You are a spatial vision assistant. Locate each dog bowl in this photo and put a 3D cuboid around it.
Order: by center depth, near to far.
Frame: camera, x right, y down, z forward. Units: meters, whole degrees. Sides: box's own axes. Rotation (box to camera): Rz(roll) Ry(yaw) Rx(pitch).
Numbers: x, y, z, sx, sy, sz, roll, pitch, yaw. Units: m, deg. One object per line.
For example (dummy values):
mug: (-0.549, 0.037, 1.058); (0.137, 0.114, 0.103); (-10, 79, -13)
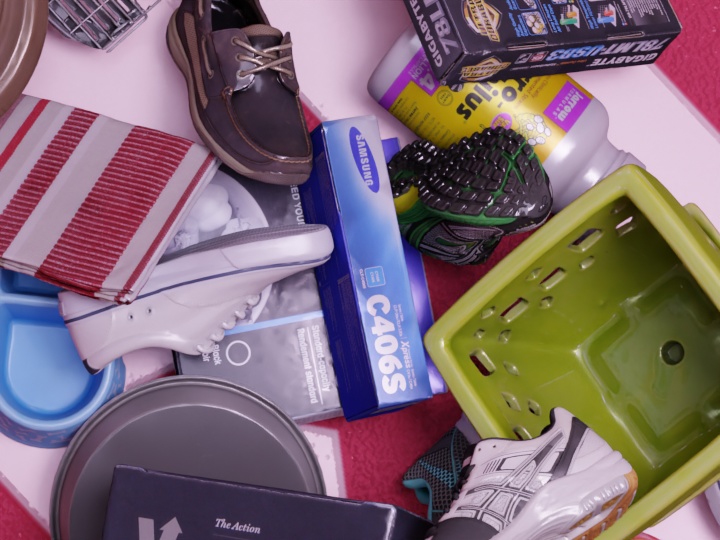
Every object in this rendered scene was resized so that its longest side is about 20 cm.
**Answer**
dog bowl: (-0.219, 0.025, 1.642); (0.111, 0.050, 0.202); (6, 82, -6)

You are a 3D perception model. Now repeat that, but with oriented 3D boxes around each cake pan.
cake pan: (-0.120, 0.176, 1.616); (0.199, 0.037, 0.202); (-1, 98, -8)

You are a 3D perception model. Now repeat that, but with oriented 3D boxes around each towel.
towel: (-0.213, -0.055, 1.605); (0.199, 0.023, 0.144); (16, 56, 21)

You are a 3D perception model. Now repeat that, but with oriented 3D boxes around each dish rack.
dish rack: (-0.169, -0.262, 1.683); (0.200, 0.055, 0.154); (-43, 88, -8)

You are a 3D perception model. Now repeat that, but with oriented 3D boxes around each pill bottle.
pill bottle: (0.109, -0.110, 1.668); (0.200, 0.104, 0.104); (39, 80, -1)

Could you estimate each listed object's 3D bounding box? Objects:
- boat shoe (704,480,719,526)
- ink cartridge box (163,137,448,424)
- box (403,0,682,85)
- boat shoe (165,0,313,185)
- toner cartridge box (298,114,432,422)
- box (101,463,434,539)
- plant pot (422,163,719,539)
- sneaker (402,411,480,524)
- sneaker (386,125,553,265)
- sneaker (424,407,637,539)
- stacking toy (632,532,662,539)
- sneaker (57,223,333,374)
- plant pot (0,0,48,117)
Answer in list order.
boat shoe: (0.290, 0.104, 1.670); (0.071, 0.070, 0.202); (3, 78, -36)
ink cartridge box: (-0.046, 0.010, 1.667); (0.199, 0.043, 0.200); (-11, 84, -9)
box: (0.109, -0.235, 1.648); (0.197, 0.050, 0.201); (-10, 67, -32)
boat shoe: (-0.084, -0.141, 1.617); (0.074, 0.074, 0.200); (-4, 45, -31)
toner cartridge box: (0.000, 0.000, 1.606); (0.043, 0.095, 0.201); (-9, 84, -17)
box: (-0.070, 0.242, 1.496); (0.195, 0.117, 0.201); (7, 81, 18)
plant pot: (0.196, 0.065, 1.587); (0.200, 0.181, 0.200); (-40, 72, 19)
sneaker: (0.093, 0.183, 1.611); (0.091, 0.200, 0.078); (-36, 127, 4)
sneaker: (0.082, -0.047, 1.606); (0.085, 0.200, 0.078); (46, 75, -19)
sneaker: (0.079, 0.157, 1.458); (0.199, 0.076, 0.088); (-25, 62, -29)
stacking toy: (0.198, 0.234, 1.587); (0.115, 0.200, 0.111); (9, 82, -4)
sneaker: (-0.109, 0.019, 1.592); (0.199, 0.073, 0.071); (-16, 99, 11)
plant pot: (-0.327, -0.188, 1.606); (0.199, 0.093, 0.202); (-2, 81, 14)
